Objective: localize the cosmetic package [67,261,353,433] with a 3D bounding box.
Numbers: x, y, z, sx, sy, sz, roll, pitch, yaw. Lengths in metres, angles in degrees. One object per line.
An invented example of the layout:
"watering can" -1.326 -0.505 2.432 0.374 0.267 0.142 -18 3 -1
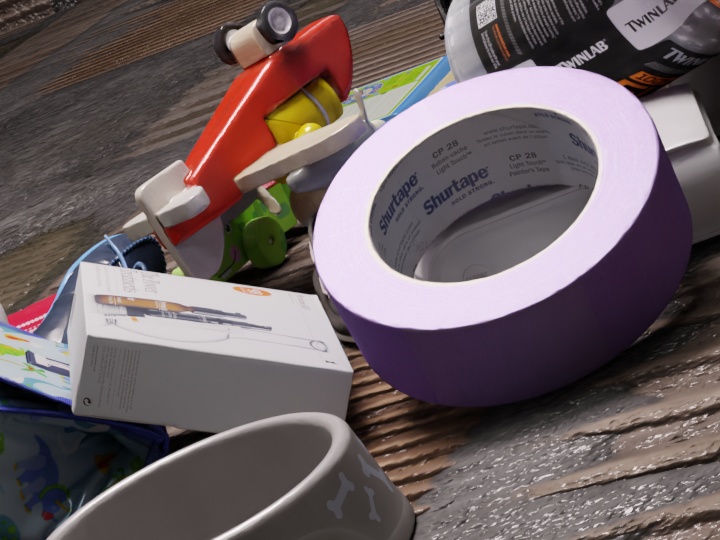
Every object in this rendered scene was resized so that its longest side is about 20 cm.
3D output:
"cosmetic package" -0.091 0.047 1.584 0.151 0.052 0.200 10 10 -9

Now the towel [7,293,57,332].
"towel" -0.228 0.049 2.020 0.145 0.022 0.200 -27 14 -6

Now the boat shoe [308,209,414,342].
"boat shoe" 0.000 0.000 1.732 0.067 0.057 0.200 -25 14 -7

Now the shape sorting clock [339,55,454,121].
"shape sorting clock" 0.005 -0.114 2.189 0.200 0.039 0.200 -24 15 7

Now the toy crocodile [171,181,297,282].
"toy crocodile" -0.076 -0.041 2.008 0.067 0.062 0.200 -14 18 38

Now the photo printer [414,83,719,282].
"photo printer" 0.122 -0.038 1.631 0.200 0.069 0.166 -21 14 8

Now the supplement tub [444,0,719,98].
"supplement tub" 0.158 -0.166 1.692 0.200 0.123 0.123 -30 6 42

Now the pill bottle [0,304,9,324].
"pill bottle" -0.296 0.068 1.785 0.113 0.113 0.200 -30 -4 -21

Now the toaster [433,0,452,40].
"toaster" 0.111 -0.212 1.967 0.119 0.181 0.200 -23 -9 -3

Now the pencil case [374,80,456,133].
"pencil case" 0.061 -0.081 1.819 0.078 0.087 0.200 24 17 9

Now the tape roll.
"tape roll" 0.077 -0.021 1.495 0.200 0.066 0.200 -15 41 14

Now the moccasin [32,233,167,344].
"moccasin" -0.173 0.045 1.861 0.068 0.080 0.200 -9 34 32

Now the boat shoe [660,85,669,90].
"boat shoe" 0.169 -0.107 1.826 0.072 0.065 0.200 -13 18 35

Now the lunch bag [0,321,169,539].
"lunch bag" -0.215 0.103 1.604 0.200 0.128 0.170 -13 14 -7

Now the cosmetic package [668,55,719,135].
"cosmetic package" 0.284 -0.157 1.729 0.085 0.108 0.200 -34 18 -36

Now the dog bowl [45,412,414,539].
"dog bowl" -0.074 0.136 1.352 0.200 0.059 0.200 -23 14 6

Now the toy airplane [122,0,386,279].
"toy airplane" -0.066 -0.068 1.864 0.199 0.141 0.200 -45 22 16
